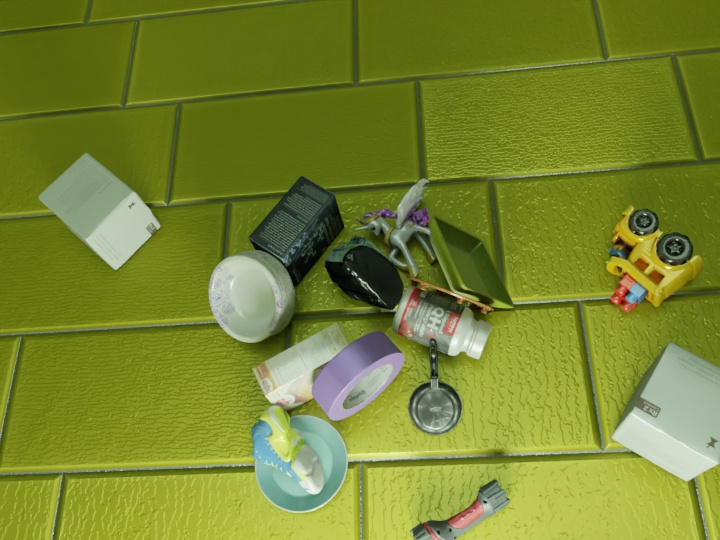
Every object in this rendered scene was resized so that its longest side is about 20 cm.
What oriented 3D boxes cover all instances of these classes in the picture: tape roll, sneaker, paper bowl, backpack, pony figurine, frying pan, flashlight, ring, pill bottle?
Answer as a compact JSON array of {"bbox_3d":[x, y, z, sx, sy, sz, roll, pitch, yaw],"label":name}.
[{"bbox_3d":[-0.004,0.219,1.464,0.200,0.200,0.066,-39,65,-11],"label":"tape roll"},{"bbox_3d":[-0.158,0.385,1.464,0.105,0.076,0.200,-38,73,22],"label":"sneaker"},{"bbox_3d":[-0.236,0.054,1.598,0.200,0.104,0.202,7,104,28],"label":"paper bowl"},{"bbox_3d":[0.000,0.000,1.580,0.163,0.200,0.154,44,65,-17],"label":"backpack"},{"bbox_3d":[0.111,-0.103,1.644,0.193,0.167,0.200,-43,82,-4],"label":"pony figurine"},{"bbox_3d":[0.170,0.255,1.480,0.115,0.031,0.191,20,94,5],"label":"frying pan"},{"bbox_3d":[0.195,0.483,1.385,0.200,0.068,0.068,-33,70,-7],"label":"flashlight"},{"bbox_3d":[0.191,0.054,1.523,0.200,0.200,0.019,20,91,17],"label":"ring"},{"bbox_3d":[0.178,0.118,1.533,0.199,0.111,0.111,21,69,12],"label":"pill bottle"}]

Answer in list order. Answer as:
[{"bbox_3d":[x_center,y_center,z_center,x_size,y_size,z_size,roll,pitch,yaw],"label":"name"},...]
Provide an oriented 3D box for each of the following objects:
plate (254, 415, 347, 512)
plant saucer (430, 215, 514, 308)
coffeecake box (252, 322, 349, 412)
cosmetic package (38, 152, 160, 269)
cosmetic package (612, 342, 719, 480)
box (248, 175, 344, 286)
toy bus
[{"bbox_3d":[-0.123,0.407,1.490,0.199,0.026,0.201,-3,65,7],"label":"plate"},{"bbox_3d":[0.234,-0.006,1.557,0.048,0.200,0.200,-40,51,27],"label":"plant saucer"},{"bbox_3d":[-0.111,0.213,1.508,0.199,0.154,0.073,-28,64,-5],"label":"coffeecake box"},{"bbox_3d":[-0.641,-0.145,1.748,0.200,0.165,0.165,36,75,23],"label":"cosmetic package"},{"bbox_3d":[0.605,0.272,1.344,0.164,0.200,0.165,30,72,19],"label":"cosmetic package"},{"bbox_3d":[-0.146,-0.091,1.661,0.107,0.149,0.200,32,73,21],"label":"box"},{"bbox_3d":[0.606,-0.014,1.541,0.192,0.136,0.200,-45,64,4],"label":"toy bus"}]
